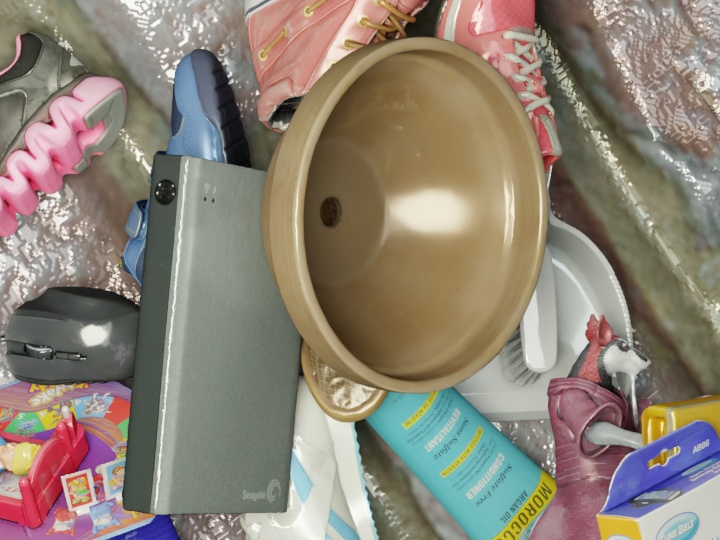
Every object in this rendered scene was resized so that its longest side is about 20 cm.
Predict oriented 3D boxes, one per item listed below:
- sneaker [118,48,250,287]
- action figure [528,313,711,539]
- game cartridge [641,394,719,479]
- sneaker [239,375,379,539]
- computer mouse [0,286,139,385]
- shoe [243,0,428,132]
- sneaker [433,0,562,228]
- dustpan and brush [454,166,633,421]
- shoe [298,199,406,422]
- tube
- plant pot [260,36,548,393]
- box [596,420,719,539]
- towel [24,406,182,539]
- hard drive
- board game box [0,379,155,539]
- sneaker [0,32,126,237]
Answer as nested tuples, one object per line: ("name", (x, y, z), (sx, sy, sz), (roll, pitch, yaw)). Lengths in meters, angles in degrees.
("sneaker", (-0.109, -0.033, 1.541), (0.081, 0.074, 0.202), (0, 93, 10))
("action figure", (0.147, 0.128, 1.590), (0.148, 0.134, 0.202), (-10, 78, 22))
("game cartridge", (0.253, 0.160, 1.545), (0.199, 0.032, 0.178), (-5, 94, -40))
("sneaker", (-0.030, 0.166, 1.566), (0.080, 0.077, 0.202), (-13, 84, -8))
("computer mouse", (-0.218, 0.045, 1.504), (0.198, 0.034, 0.059), (-4, 114, -4))
("shoe", (0.010, -0.152, 1.527), (0.071, 0.199, 0.092), (15, 62, -46))
("sneaker", (0.093, -0.100, 1.551), (0.073, 0.086, 0.202), (-1, 102, -53))
("dustpan and brush", (0.109, -0.006, 1.613), (0.138, 0.057, 0.202), (-2, 87, -15))
("shoe", (0.000, 0.000, 1.562), (0.069, 0.053, 0.202), (-5, 69, 14))
("tube", (0.070, 0.125, 1.601), (0.078, 0.050, 0.200), (-47, 113, -6))
("plant pot", (0.010, -0.033, 1.468), (0.200, 0.092, 0.203), (-3, 95, -41))
("box", (0.204, 0.191, 1.462), (0.119, 0.041, 0.202), (-23, 106, -36))
("towel", (-0.171, 0.193, 1.534), (0.147, 0.050, 0.201), (-23, 93, -14))
("hard drive", (-0.081, 0.041, 1.471), (0.139, 0.033, 0.202), (8, 87, -59))
("board game box", (-0.211, 0.107, 1.477), (0.199, 0.158, 0.039), (-19, 131, -15))
("sneaker", (-0.238, -0.066, 1.528), (0.200, 0.079, 0.095), (-43, 76, -14))
